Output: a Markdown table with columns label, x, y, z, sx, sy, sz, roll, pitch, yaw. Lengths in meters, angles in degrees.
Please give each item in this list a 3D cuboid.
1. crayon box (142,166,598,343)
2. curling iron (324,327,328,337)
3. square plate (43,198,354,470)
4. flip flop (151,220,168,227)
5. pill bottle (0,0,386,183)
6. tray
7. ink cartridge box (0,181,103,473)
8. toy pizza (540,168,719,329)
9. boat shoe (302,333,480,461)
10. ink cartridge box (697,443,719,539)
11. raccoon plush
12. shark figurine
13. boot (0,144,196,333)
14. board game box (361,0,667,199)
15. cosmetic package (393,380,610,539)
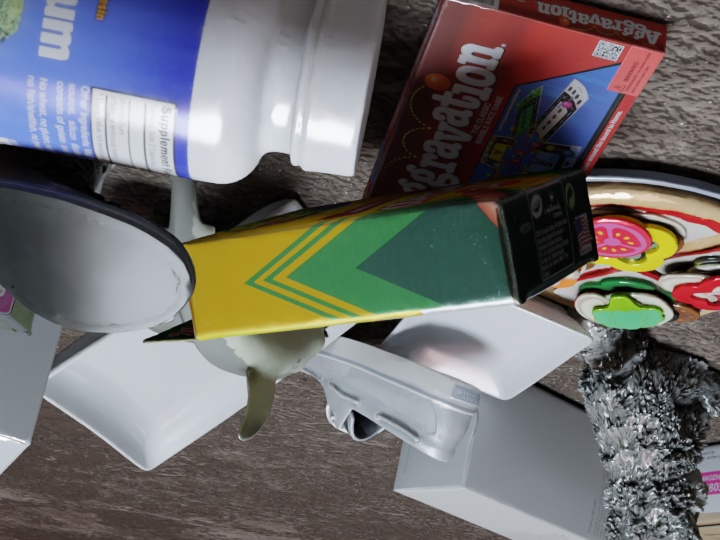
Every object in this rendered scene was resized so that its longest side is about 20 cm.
| label | x | y | z | sx | sy | sz | roll | pitch | yaw |
| --- | --- | --- | --- | --- | --- | --- | --- | --- | --- |
| crayon box | 0.002 | -0.007 | 0.727 | 0.200 | 0.051 | 0.127 | -8 | -173 | 26 |
| curling iron | 0.000 | 0.000 | 0.932 | 0.050 | 0.026 | 0.200 | 0 | 153 | -40 |
| square plate | -0.103 | 0.045 | 0.995 | 0.200 | 0.028 | 0.198 | -35 | 154 | -2 |
| flip flop | -0.121 | 0.007 | 1.010 | 0.081 | 0.058 | 0.200 | -43 | 152 | 13 |
| pill bottle | -0.093 | -0.100 | 0.651 | 0.200 | 0.112 | 0.112 | 10 | 159 | 1 |
| tray | 0.084 | 0.043 | 1.023 | 0.107 | 0.022 | 0.200 | 22 | 161 | -4 |
| ink cartridge box | -0.223 | 0.016 | 0.887 | 0.084 | 0.200 | 0.145 | 19 | 158 | -15 |
| toy pizza | 0.159 | -0.004 | 0.871 | 0.200 | 0.032 | 0.200 | 8 | 159 | 3 |
| boat shoe | 0.007 | 0.093 | 1.094 | 0.200 | 0.069 | 0.072 | 16 | 174 | 43 |
| ink cartridge box | 0.351 | 0.203 | 1.245 | 0.165 | 0.075 | 0.200 | 25 | 156 | -28 |
| raccoon plush | 0.179 | 0.121 | 1.039 | 0.200 | 0.134 | 0.097 | 27 | 154 | -36 |
| shark figurine | -0.097 | 0.009 | 0.850 | 0.089 | 0.128 | 0.215 | 2 | 138 | 27 |
| boot | -0.138 | -0.056 | 0.728 | 0.200 | 0.174 | 0.069 | 16 | 126 | 18 |
| board game box | 0.068 | -0.069 | 0.739 | 0.103 | 0.019 | 0.200 | 14 | 150 | -5 |
| cosmetic package | 0.132 | 0.157 | 1.196 | 0.200 | 0.108 | 0.085 | 28 | 154 | -33 |
